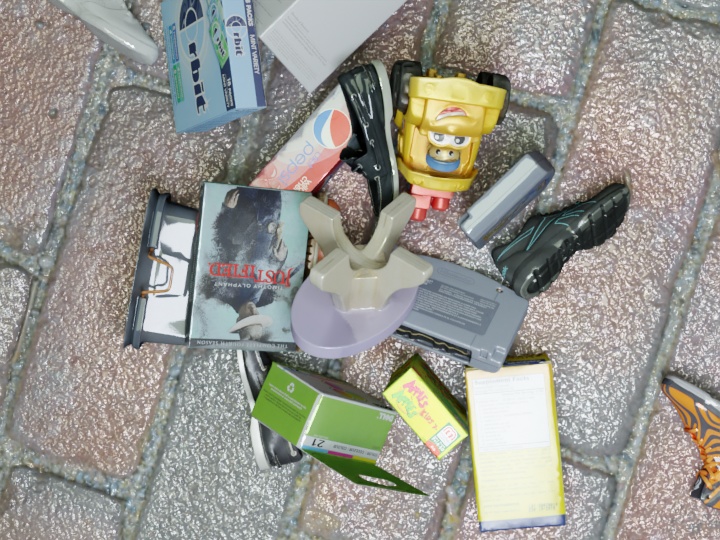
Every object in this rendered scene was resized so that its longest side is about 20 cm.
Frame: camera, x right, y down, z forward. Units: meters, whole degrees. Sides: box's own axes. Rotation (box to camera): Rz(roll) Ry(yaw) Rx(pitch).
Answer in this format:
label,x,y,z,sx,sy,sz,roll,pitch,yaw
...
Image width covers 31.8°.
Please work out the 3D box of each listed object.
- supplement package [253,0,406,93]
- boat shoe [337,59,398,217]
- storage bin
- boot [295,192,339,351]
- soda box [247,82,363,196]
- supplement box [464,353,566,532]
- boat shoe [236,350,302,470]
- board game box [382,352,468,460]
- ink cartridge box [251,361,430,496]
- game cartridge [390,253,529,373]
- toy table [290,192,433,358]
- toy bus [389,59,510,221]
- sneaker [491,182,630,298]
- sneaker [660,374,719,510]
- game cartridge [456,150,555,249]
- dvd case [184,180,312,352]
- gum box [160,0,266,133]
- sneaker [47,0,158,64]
label,x,y,z,sx,sy,sz,roll,pitch,yaw
supplement package,-0.044,-0.346,1.556,0.200,0.120,0.121,-43,46,5
boat shoe,0.005,-0.152,1.542,0.065,0.075,0.201,-12,120,-14
storage bin,-0.215,0.008,1.597,0.133,0.146,0.203,10,93,-5
boot,-0.028,0.004,1.617,0.106,0.075,0.203,3,86,-15
soda box,-0.055,-0.152,1.611,0.070,0.063,0.200,42,93,2
supplement box,0.191,0.211,1.575,0.107,0.110,0.203,-5,91,4
boat shoe,-0.119,0.153,1.618,0.060,0.074,0.203,-11,91,3
board game box,0.081,0.161,1.537,0.048,0.200,0.102,-41,88,4
ink cartridge box,-0.012,0.193,1.528,0.199,0.147,0.076,25,93,43
game cartridge,0.102,0.045,1.570,0.198,0.134,0.041,20,137,14
toy table,0.000,0.000,1.495,0.182,0.201,0.118,21,136,15
toy bus,0.094,-0.152,1.533,0.134,0.200,0.194,9,98,-5
sneaker,0.251,-0.053,1.582,0.199,0.076,0.079,-37,52,-12
sneaker,0.432,0.226,1.572,0.200,0.078,0.112,41,93,3
game cartridge,0.177,-0.085,1.524,0.133,0.200,0.042,-39,84,5
dvd case,-0.137,-0.003,1.554,0.144,0.022,0.203,5,97,-25
gum box,-0.184,-0.268,1.556,0.044,0.199,0.172,-7,91,-29
sneaker,-0.328,-0.350,1.629,0.199,0.075,0.089,37,82,4
